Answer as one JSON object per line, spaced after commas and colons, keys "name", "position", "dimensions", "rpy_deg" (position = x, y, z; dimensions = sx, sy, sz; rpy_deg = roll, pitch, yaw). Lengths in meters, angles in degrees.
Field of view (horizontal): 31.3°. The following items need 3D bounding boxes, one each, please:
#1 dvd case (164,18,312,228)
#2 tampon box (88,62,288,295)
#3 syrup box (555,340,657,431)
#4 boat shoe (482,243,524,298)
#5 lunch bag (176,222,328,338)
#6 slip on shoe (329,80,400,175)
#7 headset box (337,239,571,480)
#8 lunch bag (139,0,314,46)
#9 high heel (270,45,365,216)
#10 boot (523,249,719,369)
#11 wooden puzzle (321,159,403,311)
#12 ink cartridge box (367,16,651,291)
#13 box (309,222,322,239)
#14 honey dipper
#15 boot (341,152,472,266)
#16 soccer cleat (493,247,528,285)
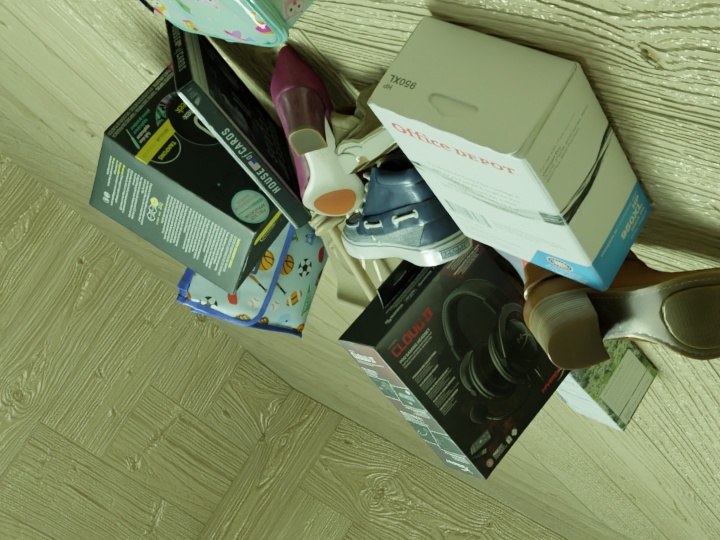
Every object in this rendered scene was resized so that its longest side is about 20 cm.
{"name": "dvd case", "position": [-0.121, -0.150, 1.270], "dimensions": [0.200, 0.025, 0.151], "rpy_deg": [49, -165, -37]}
{"name": "tampon box", "position": [-0.176, -0.105, 1.441], "dimensions": [0.199, 0.150, 0.127], "rpy_deg": [32, 142, 3]}
{"name": "syrup box", "position": [0.228, 0.084, 1.365], "dimensions": [0.081, 0.079, 0.200], "rpy_deg": [21, 163, 49]}
{"name": "boat shoe", "position": [0.127, -0.002, 1.311], "dimensions": [0.071, 0.070, 0.199], "rpy_deg": [50, 160, -27]}
{"name": "lunch bag", "position": [-0.133, -0.017, 1.615], "dimensions": [0.123, 0.172, 0.199], "rpy_deg": [21, -179, 37]}
{"name": "slip on shoe", "position": [0.022, -0.132, 1.092], "dimensions": [0.061, 0.075, 0.200], "rpy_deg": [66, 164, -2]}
{"name": "headset box", "position": [0.087, 0.070, 1.206], "dimensions": [0.200, 0.149, 0.077], "rpy_deg": [51, 160, -23]}
{"name": "lunch bag", "position": [-0.133, -0.250, 0.978], "dimensions": [0.199, 0.078, 0.160], "rpy_deg": [21, 164, 48]}
{"name": "high heel", "position": [-0.038, -0.128, 1.235], "dimensions": [0.067, 0.097, 0.200], "rpy_deg": [-12, 154, 2]}
{"name": "boot", "position": [0.229, 0.011, 1.044], "dimensions": [0.155, 0.197, 0.075], "rpy_deg": [-92, -6, -67]}
{"name": "wooden puzzle", "position": [0.009, -0.051, 1.345], "dimensions": [0.185, 0.046, 0.202], "rpy_deg": [16, 125, 57]}
{"name": "ink cartridge box", "position": [0.116, -0.084, 0.956], "dimensions": [0.144, 0.085, 0.200], "rpy_deg": [25, 167, 36]}
{"name": "box", "position": [0.015, -0.005, 1.549], "dimensions": [0.200, 0.048, 0.193], "rpy_deg": [45, 179, 36]}
{"name": "honey dipper", "position": [0.000, 0.000, 1.320], "dimensions": [0.201, 0.038, 0.038], "rpy_deg": [57, 171, 6]}
{"name": "boot", "position": [0.030, -0.063, 1.169], "dimensions": [0.199, 0.072, 0.091], "rpy_deg": [8, 123, 62]}
{"name": "soccer cleat", "position": [0.146, -0.033, 1.176], "dimensions": [0.200, 0.067, 0.077], "rpy_deg": [40, -171, -37]}
